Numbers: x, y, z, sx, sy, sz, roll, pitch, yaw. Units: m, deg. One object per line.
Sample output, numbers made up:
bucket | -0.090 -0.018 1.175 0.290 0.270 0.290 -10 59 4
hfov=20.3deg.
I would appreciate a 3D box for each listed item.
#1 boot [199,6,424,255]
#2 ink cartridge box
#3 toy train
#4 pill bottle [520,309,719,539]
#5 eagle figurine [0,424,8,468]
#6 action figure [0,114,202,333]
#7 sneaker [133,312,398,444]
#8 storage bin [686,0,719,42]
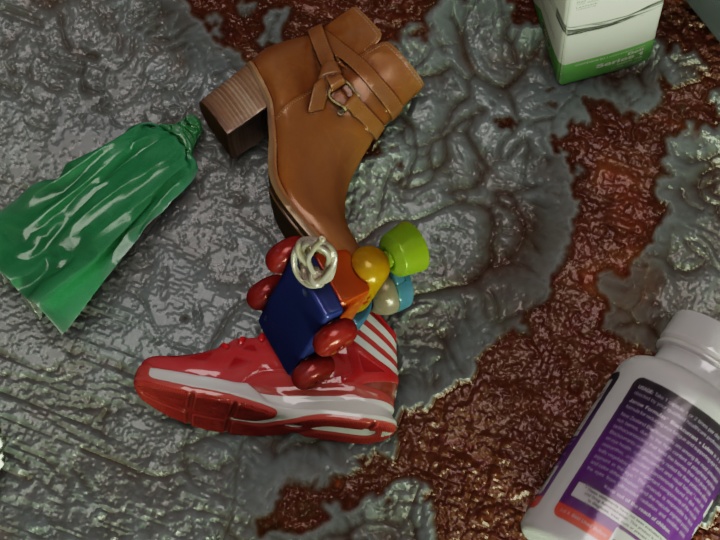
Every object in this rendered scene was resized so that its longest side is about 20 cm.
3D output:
boot | -0.012 -0.100 1.552 0.154 0.074 0.201 -33 79 -11
ink cartridge box | 0.172 -0.249 1.518 0.084 0.200 0.147 -14 75 -2
toy train | 0.000 0.000 1.407 0.115 0.200 0.085 -26 76 -23
pill bottle | 0.212 0.133 1.460 0.111 0.112 0.201 32 78 10
eagle figurine | -0.380 0.146 1.484 0.200 0.150 0.153 -36 120 -37
action figure | -0.195 -0.051 1.552 0.118 0.055 0.200 43 73 13
sneaker | -0.067 0.061 1.517 0.198 0.078 0.117 10 66 -8
storage bin | 0.321 -0.233 1.523 0.145 0.200 0.135 -35 88 -8
